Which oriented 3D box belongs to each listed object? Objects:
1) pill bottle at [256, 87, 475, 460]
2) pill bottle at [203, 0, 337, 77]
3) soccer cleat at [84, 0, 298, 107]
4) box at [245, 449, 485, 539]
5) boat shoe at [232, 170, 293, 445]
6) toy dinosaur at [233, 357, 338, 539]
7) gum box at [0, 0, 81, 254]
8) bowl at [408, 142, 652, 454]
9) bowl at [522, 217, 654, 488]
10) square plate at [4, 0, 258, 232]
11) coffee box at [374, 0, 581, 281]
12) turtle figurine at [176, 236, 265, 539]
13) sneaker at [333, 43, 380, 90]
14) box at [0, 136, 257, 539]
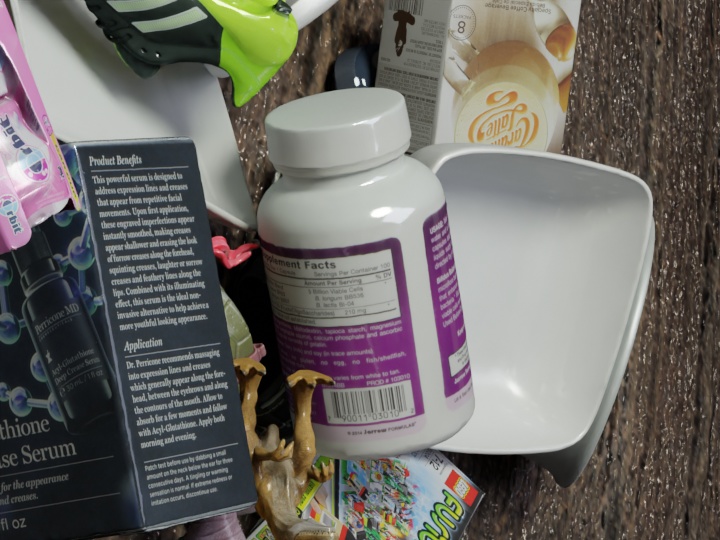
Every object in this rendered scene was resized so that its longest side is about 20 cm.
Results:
[{"bbox_3d":[0.000,0.000,1.540,0.112,0.112,0.201,-36,122,-55],"label":"pill bottle"},{"bbox_3d":[-0.098,-0.224,1.558,0.200,0.111,0.111,55,37,-9],"label":"pill bottle"},{"bbox_3d":[-0.131,-0.158,1.477,0.200,0.081,0.068,27,25,-15],"label":"soccer cleat"},{"bbox_3d":[0.005,0.152,1.621,0.110,0.035,0.200,42,25,-2],"label":"box"},{"bbox_3d":[-0.043,0.005,1.639,0.068,0.072,0.201,36,54,-47],"label":"boat shoe"},{"bbox_3d":[-0.051,0.101,1.433,0.200,0.060,0.107,-117,-149,-74],"label":"toy dinosaur"},{"bbox_3d":[-0.233,-0.054,1.242,0.066,0.199,0.114,-38,110,-55],"label":"gum box"},{"bbox_3d":[0.078,0.013,1.692,0.199,0.075,0.200,7,102,-38],"label":"bowl"},{"bbox_3d":[0.133,0.044,1.844,0.201,0.090,0.202,-163,-90,-87],"label":"bowl"},{"bbox_3d":[-0.147,-0.126,1.518,0.200,0.028,0.199,26,39,-51],"label":"square plate"},{"bbox_3d":[0.072,-0.097,1.758,0.114,0.080,0.201,0,100,-35],"label":"coffee box"},{"bbox_3d":[-0.105,0.059,1.510,0.150,0.100,0.201,-36,116,-55],"label":"turtle figurine"},{"bbox_3d":[0.060,-0.126,1.832,0.200,0.082,0.070,4,76,-56],"label":"sneaker"},{"bbox_3d":[-0.156,0.042,1.380,0.107,0.148,0.201,-6,84,-58],"label":"box"}]
